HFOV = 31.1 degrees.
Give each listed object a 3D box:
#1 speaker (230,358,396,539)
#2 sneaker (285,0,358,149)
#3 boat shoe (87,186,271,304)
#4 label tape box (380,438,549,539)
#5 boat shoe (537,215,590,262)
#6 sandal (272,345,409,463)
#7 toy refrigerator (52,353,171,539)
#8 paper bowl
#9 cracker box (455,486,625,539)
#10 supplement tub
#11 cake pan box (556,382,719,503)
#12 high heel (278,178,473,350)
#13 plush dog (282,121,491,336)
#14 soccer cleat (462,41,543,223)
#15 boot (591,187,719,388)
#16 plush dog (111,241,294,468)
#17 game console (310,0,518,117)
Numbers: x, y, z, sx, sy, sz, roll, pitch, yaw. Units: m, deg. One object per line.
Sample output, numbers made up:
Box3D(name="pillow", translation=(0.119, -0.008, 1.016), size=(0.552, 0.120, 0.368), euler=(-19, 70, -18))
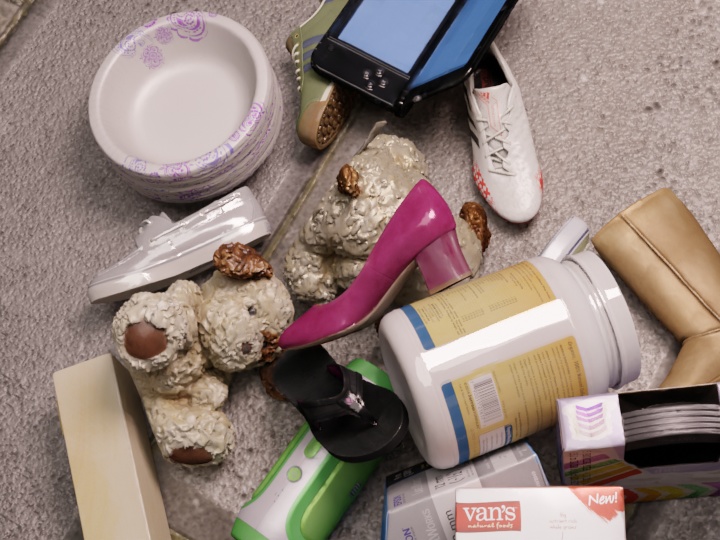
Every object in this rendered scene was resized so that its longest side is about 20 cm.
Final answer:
Box3D(name="speaker", translation=(-0.033, 0.183, 1.200), size=(0.088, 0.089, 0.201), euler=(31, 75, 22))
Box3D(name="sneaker", translation=(-0.044, -0.223, 1.398), size=(0.089, 0.067, 0.202), euler=(17, 65, 18))
Box3D(name="boat shoe", translation=(-0.192, -0.027, 1.326), size=(0.198, 0.072, 0.069), euler=(-24, 85, 0))
Box3D(name="label tape box", translation=(0.064, 0.210, 1.134), size=(0.198, 0.143, 0.067), euler=(-19, 92, 1))
Box3D(name="boat shoe", translation=(0.171, 0.043, 1.243), size=(0.062, 0.072, 0.201), euler=(32, 83, 4))
Box3D(name="sandal", translation=(-0.030, 0.111, 1.154), size=(0.075, 0.048, 0.200), euler=(-49, 36, -9))
Box3D(name="toy refrigerator", translation=(-0.240, 0.191, 1.246), size=(0.069, 0.076, 0.202), euler=(-19, 65, 3))
Box3D(name="paper bowl", translation=(-0.180, -0.166, 1.377), size=(0.198, 0.105, 0.203), euler=(-4, 66, 10))
Box3D(name="cracker box", translation=(0.140, 0.270, 0.997), size=(0.132, 0.058, 0.202), euler=(-2, 71, 8))
Box3D(name="supplement tub", translation=(0.128, 0.074, 1.130), size=(0.198, 0.145, 0.146), euler=(-20, 64, -7))
Box3D(name="cake pan box", translation=(0.259, 0.148, 1.097), size=(0.182, 0.200, 0.053), euler=(-7, 65, 5))
Box3D(name="high heel", translation=(0.000, 0.000, 1.172), size=(0.198, 0.067, 0.097), euler=(-25, 85, 13))
Box3D(name="plush dog", translation=(0.042, -0.030, 1.256), size=(0.171, 0.160, 0.201), euler=(36, 76, -1))
Box3D(name="soccer cleat", translation=(0.140, -0.144, 1.314), size=(0.068, 0.085, 0.202), euler=(-11, 64, 6))
Box3D(name="boot", translation=(0.283, 0.040, 1.219), size=(0.174, 0.066, 0.201), euler=(-28, 64, -16))
Box3D(name="plush dog", translation=(-0.144, 0.063, 1.250), size=(0.170, 0.202, 0.161), euler=(-22, 32, -9))
Box3D(name="game console", translation=(0.068, -0.269, 1.322), size=(0.175, 0.117, 0.201), euler=(28, 63, 9))
